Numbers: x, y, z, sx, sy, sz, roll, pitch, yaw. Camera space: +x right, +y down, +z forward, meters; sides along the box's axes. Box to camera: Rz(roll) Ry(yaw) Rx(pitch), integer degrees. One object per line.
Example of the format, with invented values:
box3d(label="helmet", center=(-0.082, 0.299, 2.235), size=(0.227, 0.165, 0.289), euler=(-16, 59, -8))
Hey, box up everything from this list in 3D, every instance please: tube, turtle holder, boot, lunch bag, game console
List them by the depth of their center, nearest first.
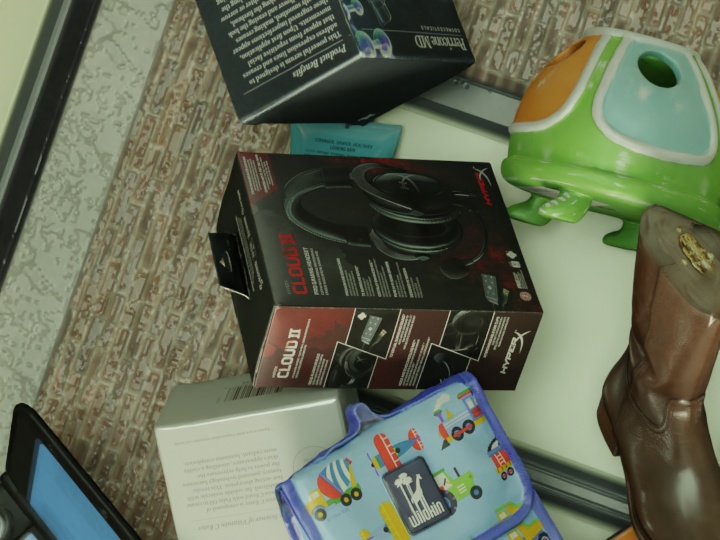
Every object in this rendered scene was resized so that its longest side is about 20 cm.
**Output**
box3d(label="boot", center=(0.210, 0.080, 1.596), size=(0.064, 0.201, 0.187), euler=(-14, 51, -23))
box3d(label="lunch bag", center=(0.040, 0.171, 1.612), size=(0.150, 0.094, 0.201), euler=(-29, 99, -20))
box3d(label="turtle holder", center=(0.189, -0.082, 1.673), size=(0.184, 0.141, 0.133), euler=(13, 87, 10))
box3d(label="game console", center=(-0.210, 0.221, 1.707), size=(0.176, 0.116, 0.200), euler=(-43, 72, 4))
box3d(label="tube", center=(-0.024, -0.008, 1.748), size=(0.077, 0.050, 0.201), euler=(9, 82, -1))

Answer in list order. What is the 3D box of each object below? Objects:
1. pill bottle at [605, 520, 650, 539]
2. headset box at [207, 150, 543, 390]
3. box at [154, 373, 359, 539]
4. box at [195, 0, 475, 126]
box3d(label="pill bottle", center=(0.216, 0.259, 1.665), size=(0.106, 0.106, 0.201), euler=(-34, 83, 4))
box3d(label="headset box", center=(0.000, 0.000, 1.654), size=(0.199, 0.077, 0.149), euler=(3, 42, -17))
box3d(label="box", center=(-0.050, 0.172, 1.684), size=(0.124, 0.098, 0.201), euler=(-9, 104, 7))
box3d(label="box", center=(-0.034, -0.206, 1.688), size=(0.107, 0.148, 0.201), euler=(-26, 79, 30))
